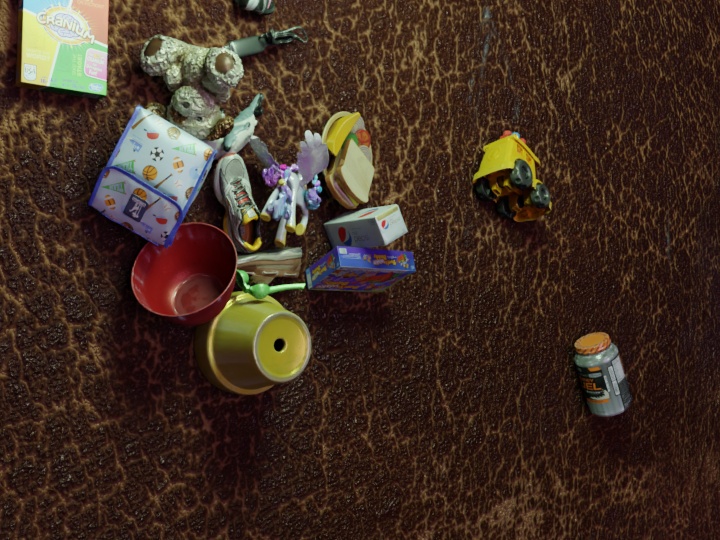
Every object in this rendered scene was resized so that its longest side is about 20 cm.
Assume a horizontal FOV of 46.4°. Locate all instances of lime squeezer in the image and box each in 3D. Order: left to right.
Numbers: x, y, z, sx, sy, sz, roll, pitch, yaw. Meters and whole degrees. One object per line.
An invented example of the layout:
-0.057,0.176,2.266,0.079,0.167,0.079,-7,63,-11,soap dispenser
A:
-0.206,0.011,1.598,0.197,0.038,0.072,26,72,-2,lime squeezer

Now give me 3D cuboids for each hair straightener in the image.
-0.183,-0.461,1.703,0.197,0.076,0.042,-19,98,-35,hair straightener

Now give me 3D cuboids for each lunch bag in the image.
-0.373,-0.165,1.511,0.168,0.124,0.203,29,87,-10,lunch bag

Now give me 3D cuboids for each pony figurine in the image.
-0.141,-0.175,1.681,0.194,0.163,0.204,67,34,-59,pony figurine

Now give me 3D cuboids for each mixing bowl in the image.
-0.312,0.024,1.553,0.201,0.198,0.109,-53,156,-24,mixing bowl

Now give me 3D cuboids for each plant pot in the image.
-0.194,0.141,1.615,0.197,0.187,0.206,2,87,-35,plant pot

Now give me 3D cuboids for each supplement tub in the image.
0.650,0.279,2.265,0.121,0.122,0.204,-28,104,-32,supplement tub

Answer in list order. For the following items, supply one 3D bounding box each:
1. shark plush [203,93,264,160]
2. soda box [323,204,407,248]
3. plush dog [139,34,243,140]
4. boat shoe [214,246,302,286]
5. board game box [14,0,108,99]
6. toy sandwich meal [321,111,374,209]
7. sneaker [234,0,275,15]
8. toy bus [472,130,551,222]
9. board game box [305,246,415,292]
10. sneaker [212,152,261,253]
-0.253,-0.291,1.659,0.083,0.091,0.201,35,72,4,shark plush
0.008,-0.089,1.758,0.068,0.198,0.065,-31,106,-31,soda box
-0.312,-0.332,1.584,0.195,0.160,0.176,13,96,5,plush dog
-0.201,-0.001,1.684,0.196,0.075,0.074,-9,100,-31,boat shoe
-0.523,-0.416,1.477,0.150,0.040,0.205,2,88,-36,board game box
-0.016,-0.241,1.794,0.203,0.069,0.211,0,91,-54,toy sandwich meal
-0.196,-0.616,1.710,0.085,0.079,0.205,16,87,-46,sneaker
0.389,-0.248,2.096,0.199,0.134,0.195,37,53,-31,toy bus
0.000,0.000,1.788,0.197,0.134,0.046,3,67,-35,board game box
-0.229,-0.131,1.636,0.077,0.081,0.204,-26,118,-34,sneaker
